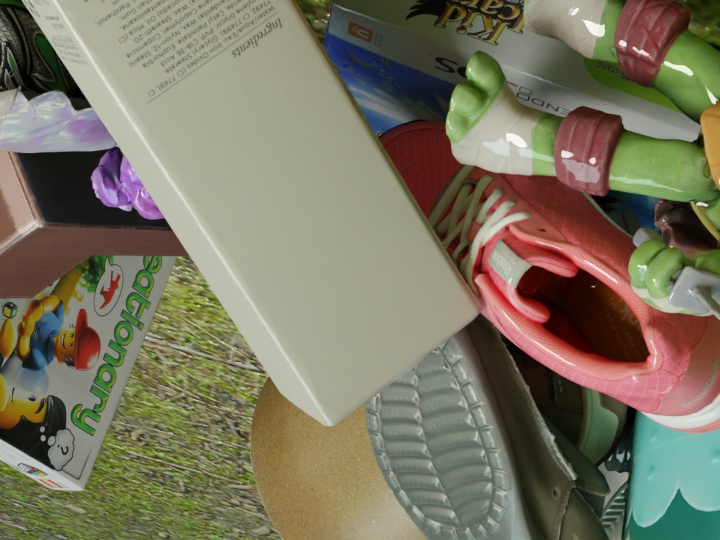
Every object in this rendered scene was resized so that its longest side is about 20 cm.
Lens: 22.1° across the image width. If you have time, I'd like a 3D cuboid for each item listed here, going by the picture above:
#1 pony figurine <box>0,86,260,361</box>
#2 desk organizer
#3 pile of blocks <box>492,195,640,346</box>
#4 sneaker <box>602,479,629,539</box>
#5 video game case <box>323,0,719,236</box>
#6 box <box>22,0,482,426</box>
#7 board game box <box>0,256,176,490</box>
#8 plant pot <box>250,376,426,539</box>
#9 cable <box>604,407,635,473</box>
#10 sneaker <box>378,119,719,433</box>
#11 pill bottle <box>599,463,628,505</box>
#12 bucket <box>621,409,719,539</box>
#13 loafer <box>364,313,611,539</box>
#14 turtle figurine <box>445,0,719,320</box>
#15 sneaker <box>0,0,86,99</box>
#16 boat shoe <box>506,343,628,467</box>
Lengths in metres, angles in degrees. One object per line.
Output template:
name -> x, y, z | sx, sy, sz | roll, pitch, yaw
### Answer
pony figurine -> -0.075, -0.061, 0.812 | 0.201, 0.166, 0.193 | 57, 175, 2
desk organizer -> -0.129, -0.033, 0.912 | 0.077, 0.072, 0.200 | -32, 164, 27
pile of blocks -> 0.057, 0.006, 0.868 | 0.082, 0.063, 0.200 | -15, 171, -29
sneaker -> 0.218, 0.118, 1.002 | 0.200, 0.075, 0.084 | -38, 147, 15
video game case -> 0.068, -0.064, 0.850 | 0.180, 0.046, 0.200 | 21, 159, 2
box -> -0.042, -0.046, 0.705 | 0.201, 0.082, 0.068 | 59, 166, -19
board game box -> -0.168, 0.003, 1.011 | 0.034, 0.201, 0.126 | -2, 151, 43
plant pot -> 0.062, 0.074, 1.046 | 0.186, 0.187, 0.200 | 26, 142, -15
cable -> 0.169, 0.091, 1.067 | 0.050, 0.098, 0.200 | 20, 161, 11
sneaker -> 0.069, -0.010, 0.739 | 0.200, 0.074, 0.087 | 35, -169, 30
pill bottle -> 0.153, 0.186, 1.293 | 0.111, 0.113, 0.200 | 16, 158, 11
bucket -> 0.217, 0.063, 0.845 | 0.205, 0.136, 0.207 | 4, 160, 1
loafer -> 0.065, 0.096, 0.813 | 0.075, 0.070, 0.201 | -5, 114, 41
turtle figurine -> 0.132, -0.060, 0.660 | 0.193, 0.145, 0.200 | 24, -164, 20
sneaker -> -0.177, -0.110, 0.904 | 0.078, 0.086, 0.200 | 10, 158, 25
boat shoe -> 0.076, 0.095, 0.905 | 0.074, 0.075, 0.203 | -7, 140, -9
